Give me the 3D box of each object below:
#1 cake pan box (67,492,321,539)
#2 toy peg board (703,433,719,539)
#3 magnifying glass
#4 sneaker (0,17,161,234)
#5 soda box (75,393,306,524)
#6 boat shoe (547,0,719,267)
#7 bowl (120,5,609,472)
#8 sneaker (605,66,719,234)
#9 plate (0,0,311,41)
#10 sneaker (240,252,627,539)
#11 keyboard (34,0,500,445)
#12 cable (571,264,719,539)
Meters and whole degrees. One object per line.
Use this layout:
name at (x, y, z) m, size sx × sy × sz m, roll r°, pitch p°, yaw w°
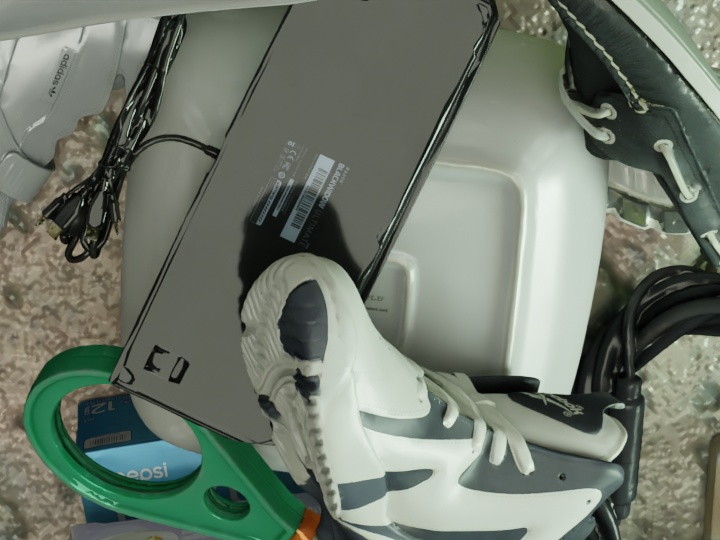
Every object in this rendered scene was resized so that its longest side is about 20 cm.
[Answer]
cake pan box at (-0.022, 0.173, 1.161) m, size 0.199 × 0.052 × 0.184 m, roll -7°, pitch 140°, yaw -5°
toy peg board at (0.264, 0.184, 1.206) m, size 0.198 × 0.098 × 0.201 m, roll 0°, pitch 108°, yaw -5°
magnifying glass at (-0.046, 0.096, 1.052) m, size 0.200 × 0.022 × 0.080 m, roll 31°, pitch 133°, yaw -11°
sneaker at (-0.129, -0.065, 1.097) m, size 0.115 × 0.075 × 0.201 m, roll 9°, pitch 105°, yaw -6°
soda box at (-0.025, 0.085, 1.164) m, size 0.199 × 0.064 × 0.068 m, roll -9°, pitch 109°, yaw -1°
boat shoe at (0.113, -0.062, 1.000) m, size 0.060 × 0.076 × 0.200 m, roll -38°, pitch 131°, yaw 13°
bowl at (0.000, 0.000, 1.054) m, size 0.199 × 0.075 × 0.200 m, roll 6°, pitch 114°, yaw -2°
sneaker at (0.090, -0.066, 1.109) m, size 0.199 × 0.085 × 0.075 m, roll 2°, pitch 114°, yaw -2°
plate at (-0.092, -0.193, 0.964) m, size 0.200 × 0.032 × 0.200 m, roll -3°, pitch 100°, yaw 37°
sneaker at (0.037, 0.055, 0.982) m, size 0.129 × 0.079 × 0.200 m, roll -27°, pitch 123°, yaw -14°
keyboard at (-0.043, -0.040, 0.987) m, size 0.127 × 0.021 × 0.200 m, roll 26°, pitch 98°, yaw -9°
cable at (0.158, 0.097, 1.166) m, size 0.163 × 0.051 × 0.201 m, roll -21°, pitch 80°, yaw 30°
